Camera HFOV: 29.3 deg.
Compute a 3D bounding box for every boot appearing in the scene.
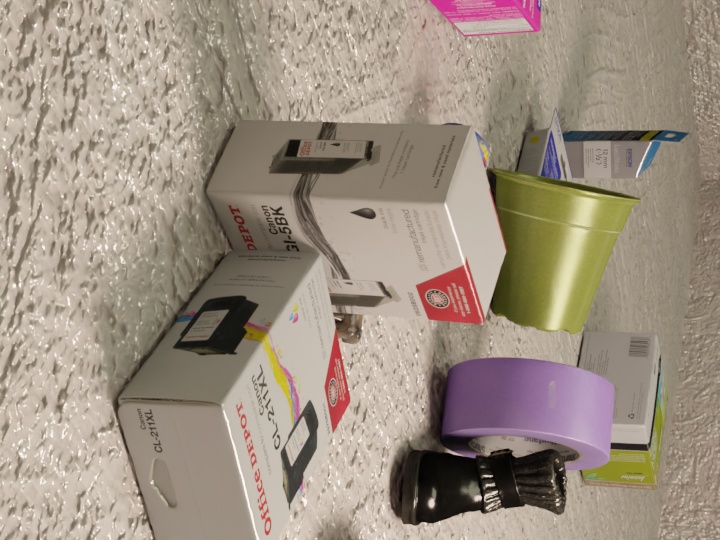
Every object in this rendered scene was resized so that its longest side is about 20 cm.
[{"bbox_3d":[0.140,0.237,1.522,0.211,0.157,0.080,-1,92,-70],"label":"boot"}]

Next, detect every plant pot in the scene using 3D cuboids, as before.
[{"bbox_3d":[0.249,-0.022,1.809,0.200,0.199,0.191,-9,113,-69],"label":"plant pot"}]

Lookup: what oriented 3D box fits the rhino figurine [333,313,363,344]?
[{"bbox_3d":[0.000,0.000,1.273,0.088,0.060,0.200,59,33,-22],"label":"rhino figurine"}]

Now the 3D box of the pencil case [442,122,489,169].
[{"bbox_3d":[0.082,-0.070,1.463,0.087,0.078,0.201,45,42,-22],"label":"pencil case"}]

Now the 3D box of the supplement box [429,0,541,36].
[{"bbox_3d":[0.139,-0.345,1.579,0.200,0.103,0.102,18,73,-70],"label":"supplement box"}]

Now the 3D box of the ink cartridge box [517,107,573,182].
[{"bbox_3d":[0.270,-0.099,2.023,0.198,0.047,0.201,69,28,-43],"label":"ink cartridge box"}]

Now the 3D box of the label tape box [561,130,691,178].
[{"bbox_3d":[0.414,-0.184,2.178,0.143,0.199,0.067,-31,122,-66],"label":"label tape box"}]

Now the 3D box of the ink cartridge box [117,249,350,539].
[{"bbox_3d":[-0.085,0.098,1.018,0.200,0.082,0.147,-60,145,-53],"label":"ink cartridge box"}]

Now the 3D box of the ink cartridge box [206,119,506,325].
[{"bbox_3d":[-0.001,-0.038,1.076,0.147,0.199,0.083,68,34,-45],"label":"ink cartridge box"}]

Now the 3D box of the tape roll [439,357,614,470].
[{"bbox_3d":[0.195,0.170,1.609,0.200,0.199,0.086,49,46,-61],"label":"tape roll"}]

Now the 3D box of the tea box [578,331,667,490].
[{"bbox_3d":[0.454,0.244,2.399,0.197,0.133,0.201,69,30,-46],"label":"tea box"}]
